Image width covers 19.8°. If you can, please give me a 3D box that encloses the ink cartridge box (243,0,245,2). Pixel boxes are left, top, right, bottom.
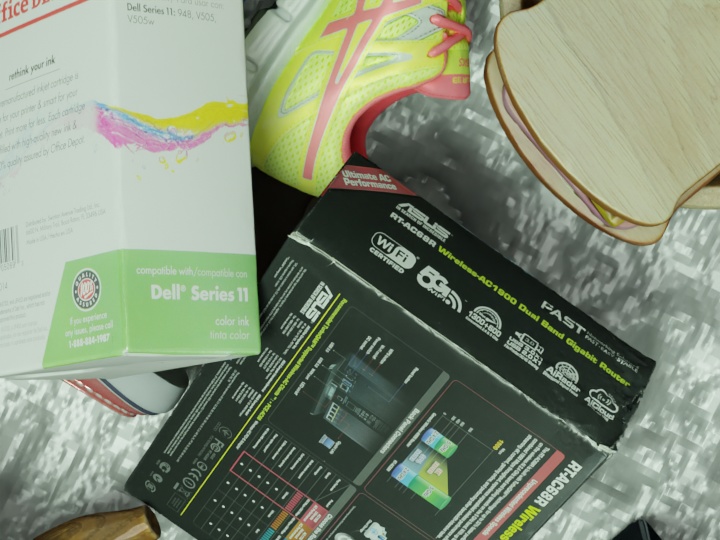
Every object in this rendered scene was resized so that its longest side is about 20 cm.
[{"bbox_3d":[-0.043,-0.228,0.872,0.145,0.084,0.200,45,98,0],"label":"ink cartridge box"}]

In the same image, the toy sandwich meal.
[{"bbox_3d":[0.145,-0.113,0.879,0.205,0.070,0.206,0,96,4],"label":"toy sandwich meal"}]

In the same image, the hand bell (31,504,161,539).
[{"bbox_3d":[-0.180,0.152,0.909,0.200,0.104,0.104,-27,94,9],"label":"hand bell"}]

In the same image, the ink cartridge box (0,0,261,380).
[{"bbox_3d":[-0.101,-0.060,0.819,0.067,0.117,0.200,2,82,-39],"label":"ink cartridge box"}]

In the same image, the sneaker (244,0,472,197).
[{"bbox_3d":[0.020,-0.114,0.869,0.090,0.078,0.200,37,104,10],"label":"sneaker"}]

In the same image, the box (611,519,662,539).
[{"bbox_3d":[0.099,0.236,0.902,0.200,0.107,0.148,-42,93,8],"label":"box"}]

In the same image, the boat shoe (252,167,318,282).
[{"bbox_3d":[0.000,0.000,0.903,0.200,0.070,0.070,29,97,2],"label":"boat shoe"}]

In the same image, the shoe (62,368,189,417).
[{"bbox_3d":[-0.176,0.019,0.919,0.200,0.071,0.091,39,99,5],"label":"shoe"}]

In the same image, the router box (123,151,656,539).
[{"bbox_3d":[0.007,0.066,0.859,0.150,0.062,0.200,36,135,0],"label":"router box"}]
